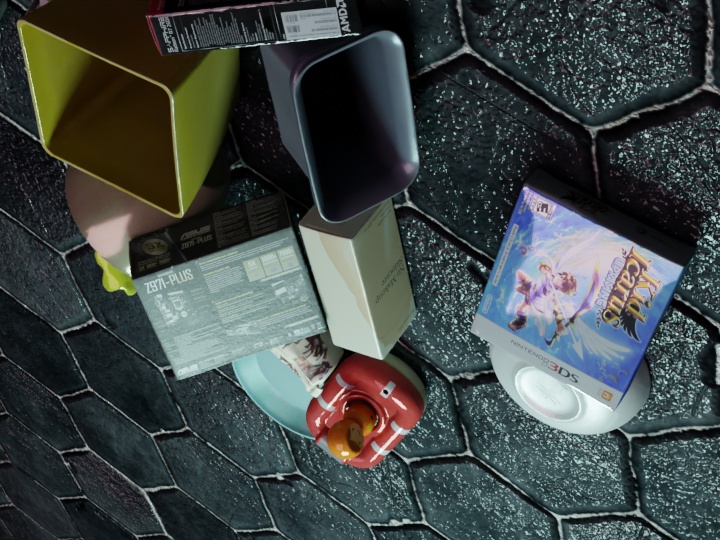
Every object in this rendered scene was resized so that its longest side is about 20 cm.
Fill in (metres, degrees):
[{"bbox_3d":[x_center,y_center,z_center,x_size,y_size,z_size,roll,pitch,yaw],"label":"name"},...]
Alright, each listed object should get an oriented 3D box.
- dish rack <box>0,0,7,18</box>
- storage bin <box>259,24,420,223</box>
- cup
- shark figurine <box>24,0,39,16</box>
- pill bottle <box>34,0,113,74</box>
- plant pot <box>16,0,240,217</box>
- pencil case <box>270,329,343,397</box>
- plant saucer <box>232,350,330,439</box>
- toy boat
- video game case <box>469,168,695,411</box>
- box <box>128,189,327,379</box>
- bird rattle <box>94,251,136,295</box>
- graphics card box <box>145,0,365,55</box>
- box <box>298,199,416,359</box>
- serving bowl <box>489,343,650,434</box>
[{"bbox_3d":[-0.556,-0.379,1.641,0.200,0.055,0.153,46,145,-8],"label":"dish rack"},{"bbox_3d":[-0.024,-0.181,1.292,0.134,0.144,0.201,48,159,42],"label":"storage bin"},{"bbox_3d":[-0.244,-0.106,1.551,0.143,0.201,0.201,-34,104,31],"label":"cup"},{"bbox_3d":[-0.453,-0.387,1.535,0.213,0.129,0.089,25,173,-9],"label":"shark figurine"},{"bbox_3d":[-0.339,-0.266,1.506,0.110,0.111,0.201,31,145,12],"label":"pill bottle"},{"bbox_3d":[-0.237,-0.219,1.395,0.198,0.177,0.201,25,145,16],"label":"plant pot"},{"bbox_3d":[-0.108,0.076,1.692,0.200,0.090,0.078,46,146,-10],"label":"pencil case"},{"bbox_3d":[-0.100,0.165,1.835,0.198,0.036,0.201,26,143,21],"label":"plant saucer"},{"bbox_3d":[-0.003,0.201,1.672,0.130,0.131,0.200,38,128,-1],"label":"toy boat"},{"bbox_3d":[0.225,0.023,1.296,0.180,0.045,0.202,28,128,16],"label":"video game case"},{"bbox_3d":[-0.158,0.019,1.503,0.086,0.198,0.165,-108,-1,-53],"label":"box"},{"bbox_3d":[-0.280,-0.040,1.746,0.162,0.114,0.200,26,147,-17],"label":"bird rattle"},{"bbox_3d":[-0.093,-0.267,1.182,0.197,0.126,0.051,-6,133,9],"label":"graphics card box"},{"bbox_3d":[0.000,0.000,1.495,0.077,0.095,0.201,16,141,30],"label":"box"},{"bbox_3d":[0.229,0.119,1.432,0.198,0.066,0.201,25,143,21],"label":"serving bowl"}]
